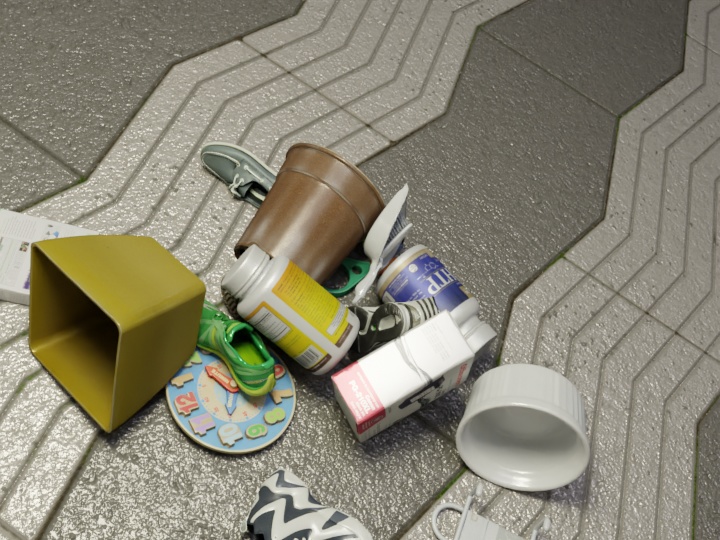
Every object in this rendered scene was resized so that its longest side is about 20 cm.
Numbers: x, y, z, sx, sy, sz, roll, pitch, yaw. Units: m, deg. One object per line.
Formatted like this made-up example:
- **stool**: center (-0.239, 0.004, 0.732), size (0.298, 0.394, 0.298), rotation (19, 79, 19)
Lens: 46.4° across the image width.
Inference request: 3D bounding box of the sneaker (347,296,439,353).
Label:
- **sneaker**: center (0.055, 0.086, 1.330), size (0.114, 0.200, 0.077), rotation (-4, 85, -31)

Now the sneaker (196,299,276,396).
- **sneaker**: center (-0.192, 0.096, 1.247), size (0.199, 0.084, 0.074), rotation (39, 44, 20)

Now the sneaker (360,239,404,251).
- **sneaker**: center (-0.001, -0.099, 1.520), size (0.199, 0.071, 0.082), rotation (42, 29, 16)

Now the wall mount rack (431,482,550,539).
- **wall mount rack**: center (0.192, 0.410, 1.204), size (0.198, 0.075, 0.175), rotation (27, 51, 1)

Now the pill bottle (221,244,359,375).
- **pill bottle**: center (-0.105, 0.055, 1.235), size (0.200, 0.109, 0.110), rotation (41, 49, -13)

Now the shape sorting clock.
- **shape sorting clock**: center (-0.192, 0.178, 1.255), size (0.197, 0.039, 0.202), rotation (10, 53, -13)

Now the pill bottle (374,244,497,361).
- **pill bottle**: center (0.129, 0.066, 1.403), size (0.119, 0.120, 0.200), rotation (-32, 71, -35)

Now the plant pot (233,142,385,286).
- **plant pot**: center (-0.093, -0.066, 1.369), size (0.199, 0.201, 0.199), rotation (33, 68, 5)

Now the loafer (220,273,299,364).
- **loafer**: center (-0.137, 0.070, 1.337), size (0.200, 0.076, 0.068), rotation (41, 50, 0)

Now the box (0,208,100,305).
- **box**: center (-0.515, -0.019, 1.283), size (0.198, 0.036, 0.146), rotation (14, 52, -12)

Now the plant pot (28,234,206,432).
- **plant pot**: center (-0.331, 0.064, 1.180), size (0.199, 0.202, 0.176), rotation (37, 40, 25)

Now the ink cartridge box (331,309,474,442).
- **ink cartridge box**: center (0.064, 0.160, 1.251), size (0.199, 0.145, 0.085), rotation (-29, 71, -9)

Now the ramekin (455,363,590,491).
- **ramekin**: center (0.250, 0.235, 1.280), size (0.198, 0.201, 0.098), rotation (23, 43, -3)

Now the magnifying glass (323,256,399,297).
- **magnifying glass**: center (0.000, 0.000, 1.468), size (0.198, 0.022, 0.080), rotation (-9, 59, -27)

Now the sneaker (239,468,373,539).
- **sneaker**: center (-0.077, 0.374, 1.130), size (0.198, 0.080, 0.130), rotation (38, 53, 9)

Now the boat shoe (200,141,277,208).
- **boat shoe**: center (-0.199, -0.158, 1.477), size (0.199, 0.073, 0.062), rotation (30, 46, -4)

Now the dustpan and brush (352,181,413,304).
- **dustpan and brush**: center (0.035, -0.031, 1.373), size (0.057, 0.140, 0.200), rotation (37, 72, 16)
